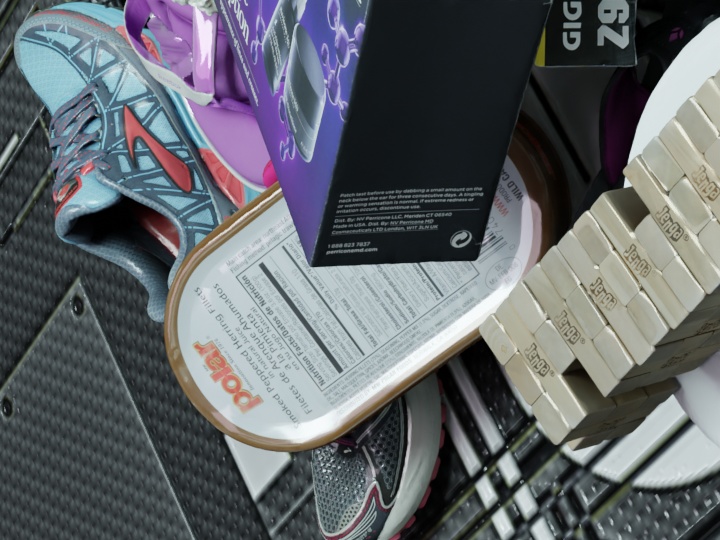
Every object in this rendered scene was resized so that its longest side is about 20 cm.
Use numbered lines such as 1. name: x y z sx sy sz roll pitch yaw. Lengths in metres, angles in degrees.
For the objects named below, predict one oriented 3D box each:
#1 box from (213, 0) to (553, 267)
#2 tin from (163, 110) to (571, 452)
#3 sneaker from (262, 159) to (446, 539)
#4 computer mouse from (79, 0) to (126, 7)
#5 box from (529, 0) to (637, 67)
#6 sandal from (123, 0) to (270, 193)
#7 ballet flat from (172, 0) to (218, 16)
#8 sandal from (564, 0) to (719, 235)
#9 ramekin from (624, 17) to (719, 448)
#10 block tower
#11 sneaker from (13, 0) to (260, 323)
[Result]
1. box: 0.000 -0.120 0.981 0.200 0.079 0.141 -111 28 -43
2. tin: 0.000 0.000 1.078 0.200 0.042 0.112 -37 86 19
3. sneaker: -0.012 0.034 1.146 0.080 0.074 0.201 5 100 51
4. computer mouse: -0.086 -0.169 1.232 0.200 0.044 0.110 -18 91 52
5. box: 0.054 -0.167 1.003 0.200 0.049 0.160 -156 67 -70
6. sandal: -0.088 -0.122 1.176 0.082 0.050 0.203 -42 71 50
7. ballet flat: -0.035 -0.197 1.088 0.072 0.072 0.200 53 129 33
8. sandal: 0.122 -0.047 0.982 0.075 0.048 0.201 42 124 36
9. ramekin: 0.186 -0.013 0.853 0.200 0.098 0.201 11 106 45
10. block tower: 0.117 -0.016 0.814 0.058 0.054 0.200 56 133 21
11. sneaker: -0.119 -0.055 1.220 0.200 0.095 0.079 48 139 19
